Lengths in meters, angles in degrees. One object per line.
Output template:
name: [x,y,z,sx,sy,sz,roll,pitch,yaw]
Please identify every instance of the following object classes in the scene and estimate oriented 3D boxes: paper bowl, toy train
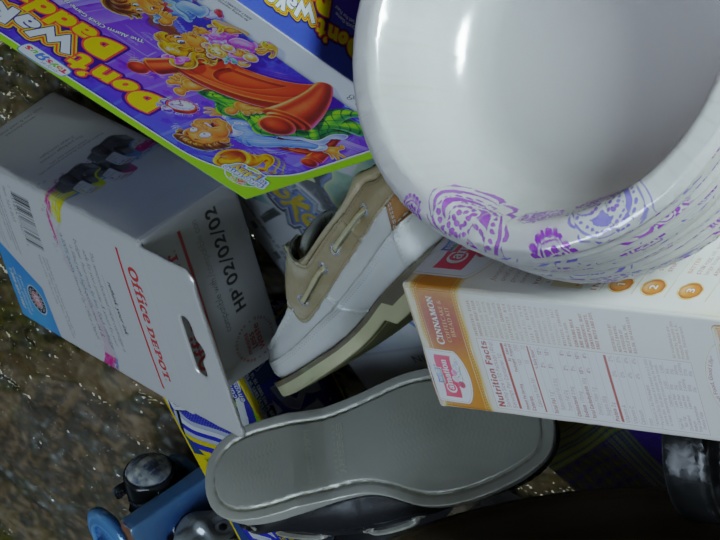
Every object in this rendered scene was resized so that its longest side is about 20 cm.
paper bowl: [0.105,-0.093,1.284,0.200,0.201,0.104,6,170,34]
toy train: [-0.088,0.194,1.733,0.114,0.087,0.200,33,147,41]

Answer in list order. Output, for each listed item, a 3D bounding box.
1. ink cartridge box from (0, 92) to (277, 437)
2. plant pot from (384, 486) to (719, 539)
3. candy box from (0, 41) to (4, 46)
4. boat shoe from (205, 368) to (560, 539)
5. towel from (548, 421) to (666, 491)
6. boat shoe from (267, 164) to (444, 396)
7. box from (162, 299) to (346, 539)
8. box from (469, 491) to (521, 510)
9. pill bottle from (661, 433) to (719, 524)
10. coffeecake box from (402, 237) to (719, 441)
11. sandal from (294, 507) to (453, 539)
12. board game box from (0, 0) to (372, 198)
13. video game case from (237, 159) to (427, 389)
ink cartridge box: [-0.112,-0.004,1.562,0.200,0.068,0.115,27,143,44]
plant pot: [0.099,0.215,1.443,0.200,0.200,0.174,-2,102,39]
candy box: [-0.254,-0.209,1.545,0.116,0.056,0.200,2,125,37]
boat shoe: [0.018,0.100,1.532,0.200,0.074,0.060,-16,155,25]
towel: [0.143,0.088,1.503,0.200,0.023,0.144,43,142,-14]
boat shoe: [0.000,0.000,1.476,0.068,0.075,0.200,54,145,4]
box: [-0.035,0.115,1.650,0.064,0.070,0.200,-4,122,38]
box: [0.112,0.229,1.652,0.158,0.048,0.200,28,138,15]
pill bottle: [0.244,0.078,1.348,0.200,0.112,0.112,1,126,27]
coffeecake box: [0.146,0.001,1.340,0.200,0.154,0.073,6,127,35]
sandal: [-0.006,0.164,1.602,0.076,0.043,0.200,23,105,-19]
board game box: [-0.076,-0.111,1.367,0.200,0.045,0.134,33,148,-33]
video game case: [0.021,-0.023,1.502,0.182,0.022,0.200,-9,126,42]
